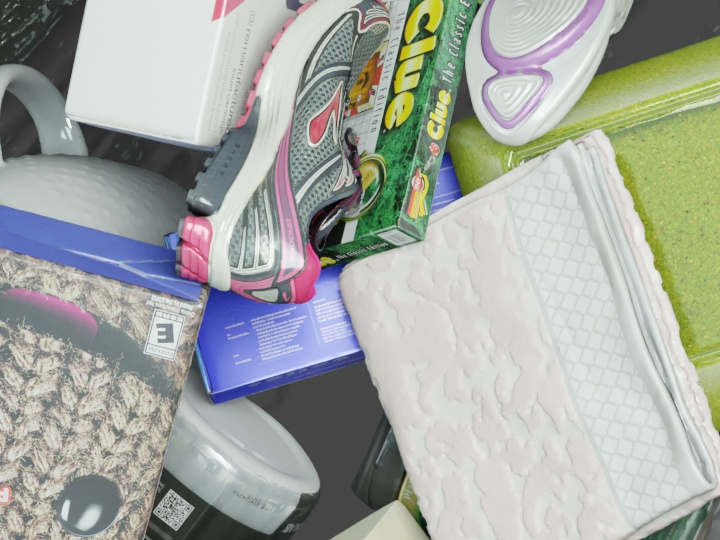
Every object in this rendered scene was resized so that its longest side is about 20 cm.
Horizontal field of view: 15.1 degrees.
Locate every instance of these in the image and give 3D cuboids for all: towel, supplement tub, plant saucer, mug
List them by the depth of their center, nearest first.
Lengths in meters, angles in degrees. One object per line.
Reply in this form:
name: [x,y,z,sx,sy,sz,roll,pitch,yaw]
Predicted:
towel: [0.083,0.055,1.374,0.191,0.032,0.200,-32,71,40]
plant saucer: [0.159,-0.015,1.396,0.200,0.048,0.200,-18,80,10]
supplement tub: [-0.125,0.163,1.538,0.123,0.123,0.200,42,102,19]
mug: [-0.182,-0.019,1.543,0.147,0.175,0.200,-13,82,21]

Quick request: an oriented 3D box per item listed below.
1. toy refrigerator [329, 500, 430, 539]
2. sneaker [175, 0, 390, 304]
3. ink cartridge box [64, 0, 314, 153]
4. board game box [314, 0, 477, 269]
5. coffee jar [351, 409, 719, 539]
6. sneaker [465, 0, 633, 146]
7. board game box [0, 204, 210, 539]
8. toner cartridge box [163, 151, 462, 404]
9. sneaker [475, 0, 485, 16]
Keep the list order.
toy refrigerator: [0.041,0.231,1.451,0.076,0.070,0.200,-33,95,31]
sneaker: [-0.027,-0.062,1.410,0.075,0.081,0.200,20,58,8]
ink cartridge box: [-0.071,-0.136,1.493,0.084,0.200,0.145,13,92,20]
board game box: [0.015,-0.099,1.461,0.105,0.023,0.200,-15,54,47]
coffee jar: [0.098,0.120,1.467,0.200,0.085,0.104,25,96,21]
sneaker: [0.115,-0.138,1.431,0.075,0.100,0.200,5,56,25]
board game box: [-0.178,0.078,1.407,0.159,0.097,0.200,14,103,-3]
toner cartridge box: [0.000,0.000,1.500,0.200,0.043,0.095,-16,79,-2]
sneaker: [0.081,-0.206,1.517,0.083,0.072,0.200,3,87,47]
